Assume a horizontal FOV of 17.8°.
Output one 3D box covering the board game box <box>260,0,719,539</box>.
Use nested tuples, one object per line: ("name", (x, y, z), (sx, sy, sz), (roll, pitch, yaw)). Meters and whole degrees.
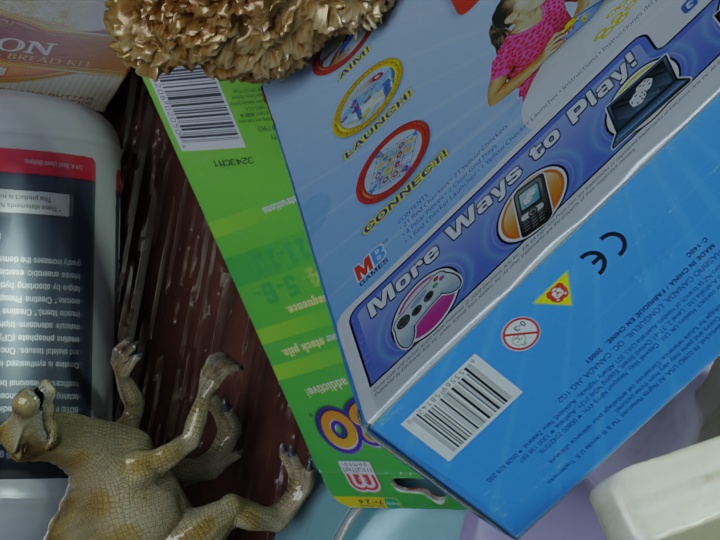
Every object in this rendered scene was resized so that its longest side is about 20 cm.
("board game box", (0.071, -0.061, 0.609), (0.200, 0.056, 0.196), (-44, 27, 15))

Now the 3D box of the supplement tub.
("supplement tub", (-0.162, 0.036, 0.872), (0.140, 0.140, 0.201), (-1, 86, 24))

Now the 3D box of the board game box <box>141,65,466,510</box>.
("board game box", (0.000, 0.000, 0.784), (0.095, 0.030, 0.200), (-2, 122, 34))

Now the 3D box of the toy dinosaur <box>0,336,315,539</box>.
("toy dinosaur", (-0.071, 0.094, 0.848), (0.101, 0.200, 0.058), (-43, 36, -20))

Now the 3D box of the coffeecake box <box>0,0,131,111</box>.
("coffeecake box", (-0.137, -0.136, 0.809), (0.200, 0.153, 0.073), (135, 138, -61))

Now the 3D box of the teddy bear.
("teddy bear", (-0.036, -0.156, 0.688), (0.145, 0.067, 0.200), (17, 68, 8))

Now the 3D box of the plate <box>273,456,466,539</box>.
("plate", (0.049, 0.130, 0.835), (0.200, 0.026, 0.201), (-2, 86, 23))

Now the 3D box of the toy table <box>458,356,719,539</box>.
("toy table", (0.132, 0.053, 0.633), (0.200, 0.117, 0.184), (-29, 78, -25))
